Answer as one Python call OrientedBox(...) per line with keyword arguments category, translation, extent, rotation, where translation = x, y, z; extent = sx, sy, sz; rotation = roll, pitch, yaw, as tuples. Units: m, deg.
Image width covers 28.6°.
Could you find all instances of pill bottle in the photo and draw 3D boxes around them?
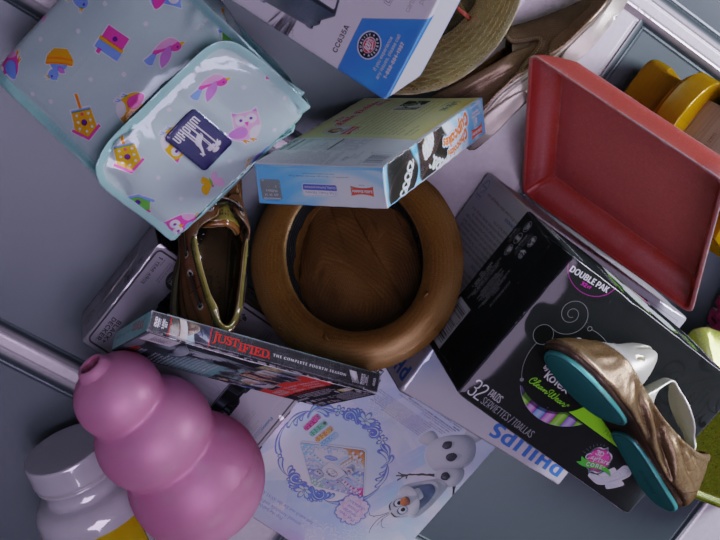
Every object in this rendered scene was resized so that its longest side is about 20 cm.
OrientedBox(category="pill bottle", translation=(-0.232, 0.244, 1.308), extent=(0.111, 0.111, 0.200), rotation=(-23, 113, -3))

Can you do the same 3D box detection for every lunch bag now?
OrientedBox(category="lunch bag", translation=(-0.161, -0.146, 1.139), extent=(0.170, 0.122, 0.200), rotation=(-44, 88, 8))

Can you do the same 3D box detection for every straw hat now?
OrientedBox(category="straw hat", translation=(0.072, -0.234, 1.199), extent=(0.201, 0.201, 0.085), rotation=(-53, 153, 10))

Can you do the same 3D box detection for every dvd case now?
OrientedBox(category="dvd case", translation=(-0.100, 0.078, 1.195), extent=(0.200, 0.146, 0.022), rotation=(16, 76, -18))

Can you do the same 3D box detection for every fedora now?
OrientedBox(category="fedora", translation=(0.000, 0.000, 1.253), extent=(0.200, 0.082, 0.201), rotation=(-3, 71, 7))

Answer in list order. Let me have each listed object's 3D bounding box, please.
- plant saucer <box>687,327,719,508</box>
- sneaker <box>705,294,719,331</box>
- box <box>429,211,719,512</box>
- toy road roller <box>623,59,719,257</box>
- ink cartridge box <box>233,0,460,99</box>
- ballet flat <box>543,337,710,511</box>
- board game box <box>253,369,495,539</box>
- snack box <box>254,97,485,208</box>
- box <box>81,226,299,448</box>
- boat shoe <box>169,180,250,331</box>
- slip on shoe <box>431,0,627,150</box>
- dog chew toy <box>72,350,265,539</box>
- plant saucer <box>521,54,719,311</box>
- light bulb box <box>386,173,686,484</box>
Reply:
OrientedBox(category="plant saucer", translation=(0.357, 0.164, 1.401), extent=(0.199, 0.048, 0.200), rotation=(22, 128, -19))
OrientedBox(category="sneaker", translation=(0.406, 0.031, 1.388), extent=(0.087, 0.074, 0.200), rotation=(15, 105, -16))
OrientedBox(category="box", translation=(0.184, 0.077, 1.193), extent=(0.200, 0.124, 0.149), rotation=(35, 100, -20))
OrientedBox(category="toy road roller", translation=(0.312, -0.112, 1.300), extent=(0.123, 0.146, 0.200), rotation=(-52, 149, 2))
OrientedBox(category="ink cartridge box", translation=(-0.018, -0.250, 1.089), extent=(0.200, 0.086, 0.147), rotation=(33, 120, 7))
OrientedBox(category="ballet flat", translation=(0.218, 0.104, 1.114), extent=(0.072, 0.068, 0.200), rotation=(-47, 114, -16))
OrientedBox(category="board game box", translation=(-0.005, 0.184, 1.372), extent=(0.200, 0.043, 0.199), rotation=(37, 99, -23))
OrientedBox(category="snack box", translation=(0.012, -0.101, 1.165), extent=(0.116, 0.200, 0.037), rotation=(4, 113, 28))
OrientedBox(category="box", translation=(-0.140, 0.063, 1.286), extent=(0.200, 0.060, 0.117), rotation=(35, 100, -22))
OrientedBox(category="boat shoe", translation=(-0.122, -0.041, 1.206), extent=(0.072, 0.068, 0.201), rotation=(-1, 84, -31))
OrientedBox(category="slip on shoe", translation=(0.150, -0.194, 1.250), extent=(0.200, 0.076, 0.061), rotation=(-42, 98, 10))
OrientedBox(category="dog chew toy", translation=(-0.171, 0.148, 1.217), extent=(0.124, 0.125, 0.200), rotation=(-36, 118, 3))
OrientedBox(category="plant saucer", translation=(0.228, -0.081, 1.214), extent=(0.037, 0.200, 0.200), rotation=(-42, 154, -20))
OrientedBox(category="light bulb box", translation=(0.151, 0.055, 1.313), extent=(0.198, 0.125, 0.200), rotation=(31, 100, -21))
